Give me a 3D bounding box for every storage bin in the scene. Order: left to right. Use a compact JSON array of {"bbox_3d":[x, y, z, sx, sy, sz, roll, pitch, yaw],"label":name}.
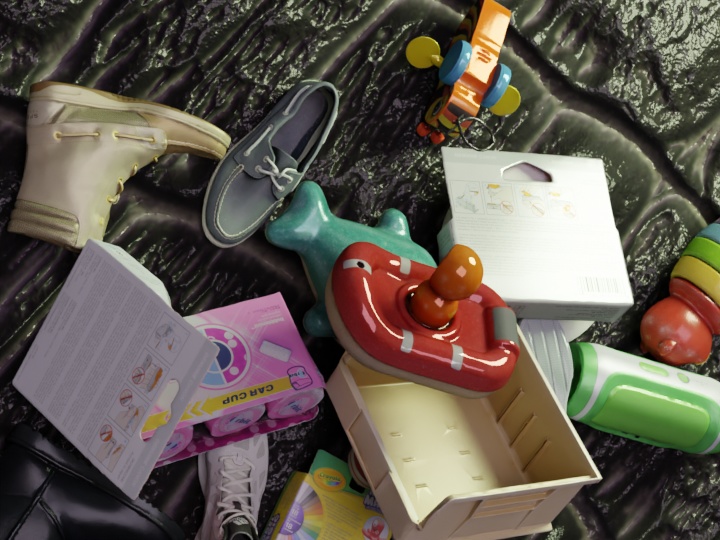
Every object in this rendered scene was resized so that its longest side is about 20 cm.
[{"bbox_3d":[0.094,0.154,1.607,0.197,0.094,0.201,-2,51,-35],"label":"storage bin"}]

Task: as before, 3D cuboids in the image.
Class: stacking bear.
[{"bbox_3d":[0.388,0.023,1.818,0.200,0.121,0.114,-46,105,-10],"label":"stacking bear"}]

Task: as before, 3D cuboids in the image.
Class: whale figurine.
[{"bbox_3d":[0.000,0.000,1.660,0.200,0.104,0.159,45,73,-17],"label":"whale figurine"}]

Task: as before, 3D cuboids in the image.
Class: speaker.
[{"bbox_3d":[0.305,0.138,1.785,0.198,0.088,0.090,17,81,-20],"label":"speaker"}]

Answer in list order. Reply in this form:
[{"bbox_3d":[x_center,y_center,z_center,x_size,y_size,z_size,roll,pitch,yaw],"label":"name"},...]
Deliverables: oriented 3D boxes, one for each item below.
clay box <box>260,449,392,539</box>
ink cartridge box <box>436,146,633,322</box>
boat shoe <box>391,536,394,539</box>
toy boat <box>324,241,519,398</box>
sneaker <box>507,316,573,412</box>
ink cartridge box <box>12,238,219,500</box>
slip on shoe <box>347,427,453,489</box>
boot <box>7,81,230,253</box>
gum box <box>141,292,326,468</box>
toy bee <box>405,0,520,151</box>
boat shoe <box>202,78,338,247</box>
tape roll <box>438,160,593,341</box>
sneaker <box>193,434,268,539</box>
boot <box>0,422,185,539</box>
[{"bbox_3d":[-0.046,0.291,1.657,0.114,0.047,0.202,31,74,-19],"label":"clay box"},{"bbox_3d":[0.175,-0.037,1.729,0.198,0.044,0.176,3,62,-21],"label":"ink cartridge box"},{"bbox_3d":[0.099,0.314,1.704,0.073,0.067,0.201,-34,100,-20],"label":"boat shoe"},{"bbox_3d":[0.069,0.027,1.545,0.198,0.131,0.131,17,42,-18],"label":"toy boat"},{"bbox_3d":[0.179,0.144,1.726,0.072,0.071,0.203,2,81,-15],"label":"sneaker"},{"bbox_3d":[-0.214,0.088,1.506,0.047,0.199,0.161,19,104,-55],"label":"ink cartridge box"},{"bbox_3d":[0.082,0.190,1.688,0.198,0.061,0.075,5,60,-35],"label":"slip on shoe"},{"bbox_3d":[-0.231,-0.086,1.590,0.198,0.073,0.158,12,82,-19],"label":"boot"},{"bbox_3d":[-0.140,0.104,1.593,0.198,0.066,0.114,-15,59,-21],"label":"gum box"},{"bbox_3d":[0.096,-0.189,1.724,0.131,0.109,0.200,45,48,-5],"label":"toy bee"},{"bbox_3d":[-0.088,-0.111,1.654,0.073,0.062,0.201,40,74,-15],"label":"boat shoe"},{"bbox_3d":[0.179,-0.015,1.770,0.200,0.037,0.206,2,86,-22],"label":"tape roll"},{"bbox_3d":[-0.113,0.223,1.598,0.075,0.115,0.203,10,83,-21],"label":"sneaker"},{"bbox_3d":[-0.285,0.262,1.546,0.199,0.076,0.169,33,72,-10],"label":"boot"}]
